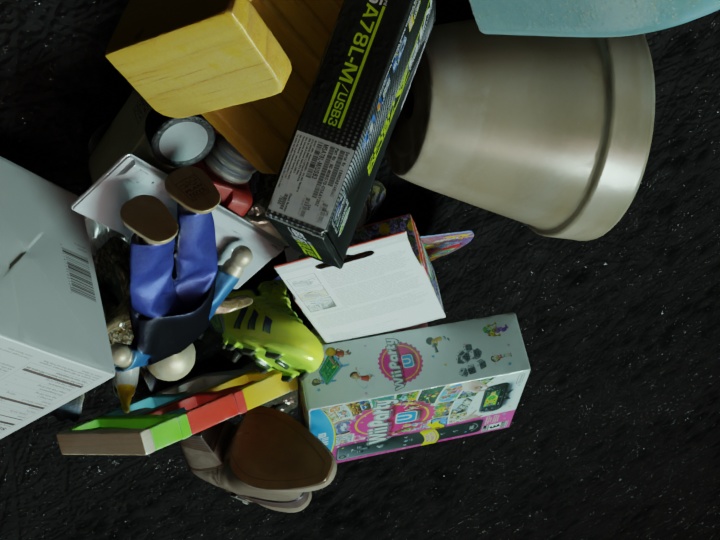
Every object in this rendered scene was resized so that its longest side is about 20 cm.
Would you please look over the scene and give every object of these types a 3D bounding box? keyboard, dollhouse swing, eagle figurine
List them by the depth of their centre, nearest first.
[{"bbox_3d":[-0.026,-0.172,0.774,0.176,0.181,0.201,36,65,-34],"label":"dollhouse swing"},{"bbox_3d":[-0.126,-0.031,0.920,0.056,0.011,0.200,-36,150,15],"label":"keyboard"},{"bbox_3d":[-0.205,0.049,1.063,0.151,0.152,0.200,33,156,-15],"label":"eagle figurine"}]

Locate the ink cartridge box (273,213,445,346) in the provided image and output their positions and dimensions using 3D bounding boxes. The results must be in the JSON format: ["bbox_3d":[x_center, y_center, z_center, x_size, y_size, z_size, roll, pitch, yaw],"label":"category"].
[{"bbox_3d":[0.000,0.000,1.031,0.108,0.051,0.200,-15,157,6],"label":"ink cartridge box"}]

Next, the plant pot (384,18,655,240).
[{"bbox_3d":[0.115,-0.127,1.038,0.172,0.201,0.201,1,137,-19],"label":"plant pot"}]

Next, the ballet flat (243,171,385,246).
[{"bbox_3d":[-0.046,-0.047,1.095,0.199,0.072,0.072,1,135,-42],"label":"ballet flat"}]

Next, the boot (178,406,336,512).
[{"bbox_3d":[-0.081,0.184,1.171,0.070,0.199,0.146,-60,144,-20],"label":"boot"}]

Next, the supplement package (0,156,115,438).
[{"bbox_3d":[-0.301,0.031,0.867,0.199,0.153,0.150,-28,151,20],"label":"supplement package"}]

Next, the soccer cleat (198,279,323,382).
[{"bbox_3d":[-0.082,0.042,1.092,0.065,0.200,0.084,36,78,-25],"label":"soccer cleat"}]

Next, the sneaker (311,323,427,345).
[{"bbox_3d":[0.017,0.088,1.236,0.075,0.105,0.200,-2,-174,23],"label":"sneaker"}]

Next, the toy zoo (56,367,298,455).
[{"bbox_3d":[-0.146,0.117,1.103,0.199,0.021,0.131,-20,-172,-43],"label":"toy zoo"}]

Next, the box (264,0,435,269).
[{"bbox_3d":[-0.001,-0.108,0.835,0.193,0.047,0.201,59,51,-82],"label":"box"}]

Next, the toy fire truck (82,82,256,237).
[{"bbox_3d":[-0.086,-0.109,0.952,0.199,0.129,0.176,16,125,-38],"label":"toy fire truck"}]

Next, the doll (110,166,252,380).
[{"bbox_3d":[-0.131,0.016,0.912,0.136,0.048,0.201,-38,156,-33],"label":"doll"}]

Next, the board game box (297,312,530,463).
[{"bbox_3d":[0.043,0.111,1.159,0.199,0.065,0.148,-10,152,-7],"label":"board game box"}]

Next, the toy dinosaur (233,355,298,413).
[{"bbox_3d":[-0.099,0.114,1.278,0.199,0.077,0.103,16,112,-44],"label":"toy dinosaur"}]

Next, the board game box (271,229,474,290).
[{"bbox_3d":[0.016,0.009,1.181,0.199,0.039,0.158,-9,169,-35],"label":"board game box"}]

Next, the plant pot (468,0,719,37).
[{"bbox_3d":[0.180,-0.264,0.782,0.197,0.199,0.196,-50,138,-24],"label":"plant pot"}]
